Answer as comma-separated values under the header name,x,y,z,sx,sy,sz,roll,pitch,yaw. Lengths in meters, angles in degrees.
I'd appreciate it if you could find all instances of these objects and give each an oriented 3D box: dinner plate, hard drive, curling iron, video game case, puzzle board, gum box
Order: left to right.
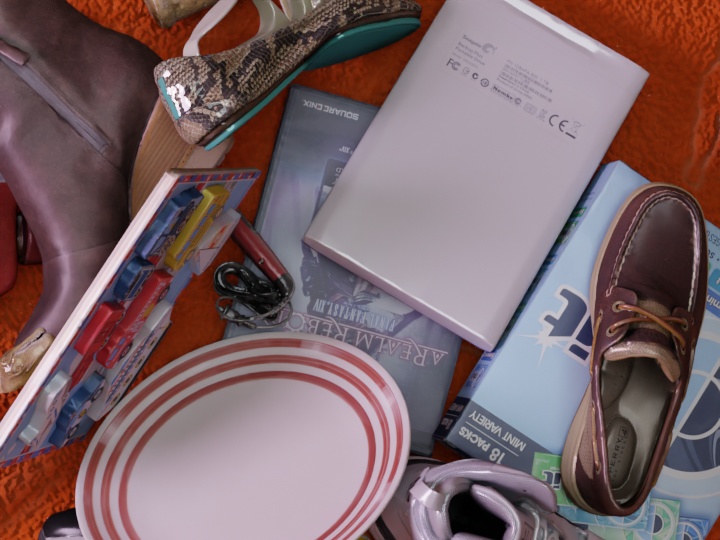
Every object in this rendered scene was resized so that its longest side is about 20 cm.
name,x,y,z,sx,sy,sz,roll,pitch,yaw
puzzle board,-0.131,0.027,1.311,0.017,0.151,0.200,37,102,11
curling iron,-0.106,-0.048,1.396,0.050,0.026,0.200,-32,82,-8
dinner plate,-0.066,0.114,1.328,0.200,0.200,0.024,-25,131,-6
video game case,0.000,0.000,1.416,0.142,0.019,0.201,15,84,-3
hard drive,0.071,-0.069,1.402,0.132,0.025,0.200,30,75,1
gum box,0.168,0.063,1.403,0.170,0.045,0.200,33,84,-7

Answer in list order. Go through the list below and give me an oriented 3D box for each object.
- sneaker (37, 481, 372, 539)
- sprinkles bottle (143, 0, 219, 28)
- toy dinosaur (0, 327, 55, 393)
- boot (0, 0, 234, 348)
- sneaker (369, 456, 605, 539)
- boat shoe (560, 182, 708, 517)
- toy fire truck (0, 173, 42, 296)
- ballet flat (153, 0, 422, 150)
name,x,y,z,sx,sy,sz,roll,pitch,yaw
sneaker,-0.091,0.140,1.382,0.199,0.070,0.090,0,64,0
sprinkles bottle,-0.044,-0.216,1.403,0.200,0.068,0.068,-24,88,-5
toy dinosaur,-0.240,0.094,1.340,0.058,0.200,0.101,-5,46,-38
boot,-0.188,-0.055,1.340,0.166,0.072,0.200,36,82,-15
sneaker,0.100,0.168,1.311,0.200,0.115,0.075,28,79,-7
boat shoe,0.167,0.047,1.343,0.072,0.072,0.201,16,87,-8
toy fire truck,-0.260,-0.058,1.364,0.167,0.112,0.201,-1,86,-23
ballet flat,-0.044,-0.141,1.361,0.200,0.068,0.075,-33,91,-39
